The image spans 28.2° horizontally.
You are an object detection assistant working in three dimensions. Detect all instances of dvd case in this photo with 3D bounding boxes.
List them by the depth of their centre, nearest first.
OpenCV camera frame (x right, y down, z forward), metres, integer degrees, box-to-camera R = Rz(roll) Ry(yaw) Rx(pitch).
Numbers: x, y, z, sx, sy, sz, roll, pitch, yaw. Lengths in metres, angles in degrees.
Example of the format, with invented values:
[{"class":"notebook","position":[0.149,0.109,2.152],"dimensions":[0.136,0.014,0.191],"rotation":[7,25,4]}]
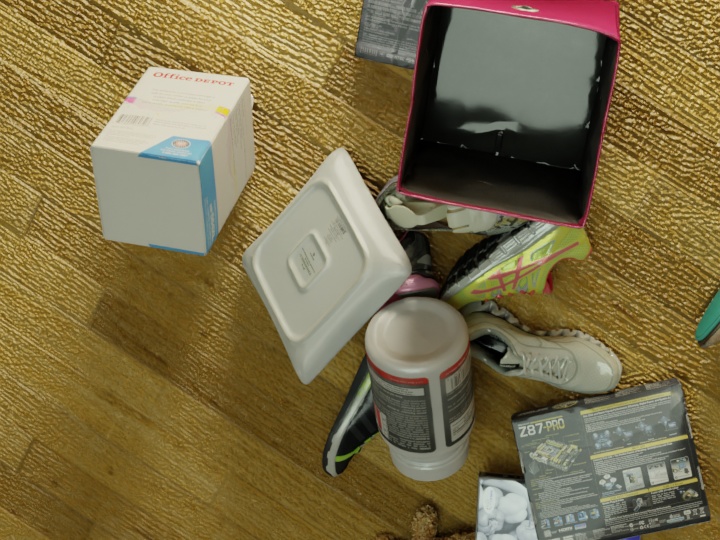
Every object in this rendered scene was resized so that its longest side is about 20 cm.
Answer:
[{"class":"dvd case","position":[0.079,-0.315,1.553],"dimensions":[0.147,0.016,0.202],"rotation":[14,112,11]}]

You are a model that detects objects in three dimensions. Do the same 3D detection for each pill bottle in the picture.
[{"class":"pill bottle","position":[0.070,0.137,1.606],"dimensions":[0.114,0.116,0.201],"rotation":[6,134,14]}]

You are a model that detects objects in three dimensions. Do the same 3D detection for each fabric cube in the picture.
[{"class":"fabric cube","position":[0.155,-0.182,1.467],"dimensions":[0.194,0.200,0.202],"rotation":[11,112,6]}]

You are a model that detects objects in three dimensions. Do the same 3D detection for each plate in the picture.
[{"class":"plate","position":[-0.050,-0.009,1.627],"dimensions":[0.200,0.032,0.201],"rotation":[-46,53,25]}]

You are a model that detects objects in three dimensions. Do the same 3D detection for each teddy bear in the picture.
[{"class":"teddy bear","position":[0.102,0.365,1.756],"dimensions":[0.198,0.067,0.147],"rotation":[9,109,13]}]

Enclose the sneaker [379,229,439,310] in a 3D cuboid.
[{"class":"sneaker","position":[0.000,0.000,1.665],"dimensions":[0.198,0.079,0.097],"rotation":[-9,77,27]}]

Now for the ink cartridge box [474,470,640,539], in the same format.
[{"class":"ink cartridge box","position":[0.231,0.344,1.691],"dimensions":[0.197,0.043,0.201],"rotation":[4,98,6]}]

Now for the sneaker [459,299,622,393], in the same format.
[{"class":"sneaker","position":[0.198,0.099,1.629],"dimensions":[0.198,0.081,0.076],"rotation":[18,111,8]}]

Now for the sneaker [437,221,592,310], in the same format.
[{"class":"sneaker","position":[0.173,0.002,1.605],"dimensions":[0.199,0.078,0.090],"rotation":[-35,105,26]}]

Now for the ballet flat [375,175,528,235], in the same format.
[{"class":"ballet flat","position":[0.098,-0.066,1.576],"dimensions":[0.198,0.072,0.073],"rotation":[4,111,35]}]

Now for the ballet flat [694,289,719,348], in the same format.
[{"class":"ballet flat","position":[0.434,0.012,1.538],"dimensions":[0.067,0.068,0.201],"rotation":[25,116,-2]}]

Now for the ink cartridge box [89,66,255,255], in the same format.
[{"class":"ink cartridge box","position":[-0.201,-0.133,1.611],"dimensions":[0.127,0.201,0.126],"rotation":[9,129,13]}]

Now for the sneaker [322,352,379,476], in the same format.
[{"class":"sneaker","position":[0.018,0.174,1.712],"dimensions":[0.082,0.072,0.202],"rotation":[25,114,4]}]

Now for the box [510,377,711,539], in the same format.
[{"class":"box","position":[0.283,0.223,1.628],"dimensions":[0.198,0.049,0.163],"rotation":[-14,95,8]}]
